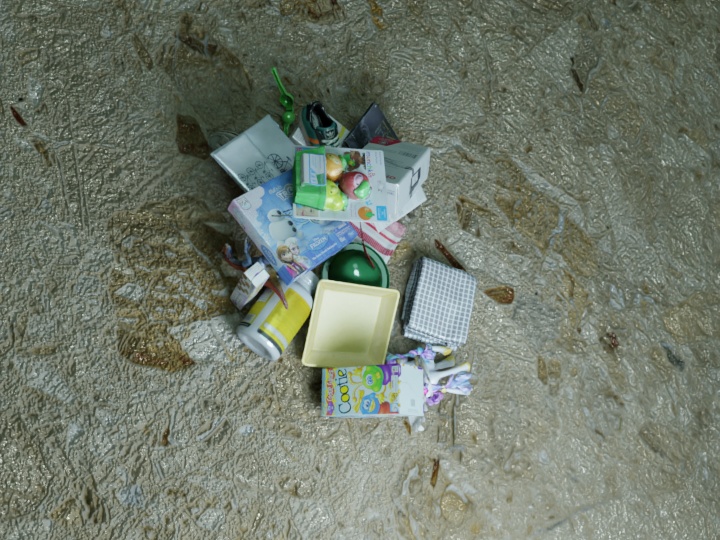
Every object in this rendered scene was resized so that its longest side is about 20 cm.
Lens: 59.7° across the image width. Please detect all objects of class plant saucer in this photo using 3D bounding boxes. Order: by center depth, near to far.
[{"bbox_3d":[-0.027,0.122,1.425,0.198,0.048,0.202,9,101,-21],"label":"plant saucer"}]

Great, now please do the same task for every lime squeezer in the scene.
[{"bbox_3d":[-0.182,-0.389,1.527,0.037,0.071,0.202,-1,106,8],"label":"lime squeezer"}]

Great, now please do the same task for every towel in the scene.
[{"bbox_3d":[0.194,0.082,1.543,0.165,0.086,0.201,19,69,-16],"label":"towel"},{"bbox_3d":[0.015,-0.069,1.546,0.144,0.023,0.201,34,65,-10],"label":"towel"}]

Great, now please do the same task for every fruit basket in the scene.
[{"bbox_3d":[-0.041,-0.184,1.291,0.198,0.094,0.187,0,62,-6],"label":"fruit basket"}]

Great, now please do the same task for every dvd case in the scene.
[{"bbox_3d":[0.049,-0.296,1.577,0.200,0.016,0.149,52,58,-33],"label":"dvd case"}]

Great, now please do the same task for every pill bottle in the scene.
[{"bbox_3d":[-0.172,0.087,1.373,0.112,0.112,0.201,39,65,-8],"label":"pill bottle"}]

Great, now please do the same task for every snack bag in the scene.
[{"bbox_3d":[-0.196,-0.232,1.368,0.189,0.021,0.200,46,52,-3],"label":"snack bag"}]

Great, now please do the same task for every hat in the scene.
[{"bbox_3d":[0.000,0.000,1.416,0.166,0.176,0.200,-44,95,-14],"label":"hat"}]

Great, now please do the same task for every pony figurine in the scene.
[{"bbox_3d":[0.158,0.250,1.453,0.198,0.167,0.194,0,36,-20],"label":"pony figurine"}]

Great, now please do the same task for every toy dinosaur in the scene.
[{"bbox_3d":[-0.231,-0.011,1.344,0.105,0.180,0.201,44,43,-43],"label":"toy dinosaur"}]

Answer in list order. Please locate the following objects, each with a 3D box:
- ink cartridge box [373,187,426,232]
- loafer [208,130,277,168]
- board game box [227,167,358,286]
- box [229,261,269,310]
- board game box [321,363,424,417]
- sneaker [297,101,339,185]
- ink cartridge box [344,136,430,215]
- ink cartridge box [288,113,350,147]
[{"bbox_3d":[0.070,-0.178,1.547,0.200,0.050,0.110,-36,105,-36],"label":"ink cartridge box"},{"bbox_3d":[-0.275,-0.256,1.409,0.199,0.072,0.063,33,33,19],"label":"loafer"},{"bbox_3d":[-0.136,-0.100,1.297,0.200,0.043,0.199,-37,85,-37],"label":"board game box"},{"bbox_3d":[-0.234,0.036,1.312,0.041,0.200,0.039,-40,90,-27],"label":"box"},{"bbox_3d":[0.025,0.260,1.345,0.105,0.199,0.104,23,63,-54],"label":"board game box"},{"bbox_3d":[-0.081,-0.295,1.452,0.071,0.080,0.201,-28,93,-27],"label":"sneaker"},{"bbox_3d":[0.057,-0.222,1.439,0.144,0.084,0.200,18,40,19],"label":"ink cartridge box"},{"bbox_3d":[-0.072,-0.297,1.541,0.199,0.067,0.117,36,66,-17],"label":"ink cartridge box"}]
